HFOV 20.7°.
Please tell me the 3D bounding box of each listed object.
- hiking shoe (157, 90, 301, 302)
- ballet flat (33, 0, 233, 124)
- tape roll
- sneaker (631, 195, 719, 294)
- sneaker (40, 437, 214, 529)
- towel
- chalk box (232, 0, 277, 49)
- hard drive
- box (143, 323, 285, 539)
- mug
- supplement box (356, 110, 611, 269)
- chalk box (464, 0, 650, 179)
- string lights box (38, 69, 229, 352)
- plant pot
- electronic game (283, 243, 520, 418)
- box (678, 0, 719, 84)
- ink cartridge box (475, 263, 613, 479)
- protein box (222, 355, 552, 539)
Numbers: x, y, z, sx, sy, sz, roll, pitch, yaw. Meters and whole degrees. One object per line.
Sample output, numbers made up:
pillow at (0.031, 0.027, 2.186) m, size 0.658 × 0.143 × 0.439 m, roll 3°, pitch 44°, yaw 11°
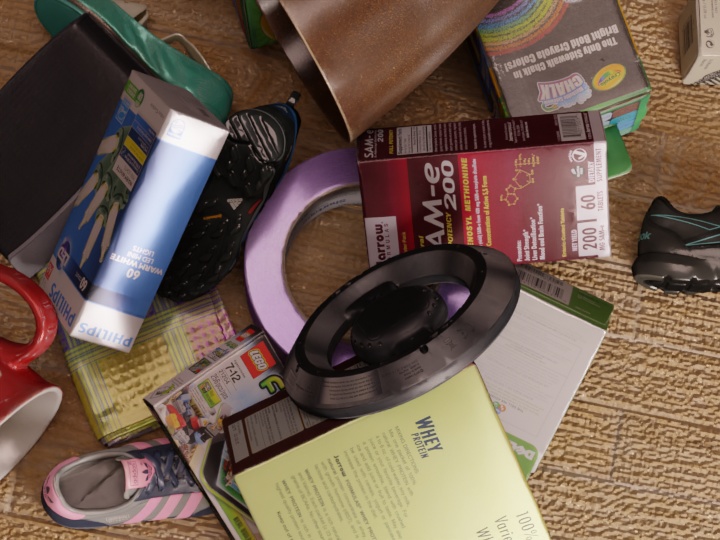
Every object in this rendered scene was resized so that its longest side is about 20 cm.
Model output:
hiking shoe at (-0.107, -0.054, 1.631) m, size 0.074 × 0.087 × 0.200 m, roll 41°, pitch 119°, yaw 6°
ballet flat at (-0.192, -0.190, 1.715) m, size 0.200 × 0.067 × 0.070 m, roll 39°, pitch 54°, yaw 5°
tape roll at (0.000, 0.000, 1.675) m, size 0.198 × 0.066 × 0.202 m, roll 1°, pitch 78°, yaw -3°
sneaker at (0.335, -0.016, 1.692) m, size 0.198 × 0.075 × 0.080 m, roll 8°, pitch 75°, yaw -2°
sneaker at (-0.164, 0.171, 1.618) m, size 0.198 × 0.082 × 0.071 m, roll -14°, pitch 78°, yaw -6°
towel at (-0.189, 0.039, 1.678) m, size 0.143 × 0.023 × 0.201 m, roll -22°, pitch 79°, yaw -7°
chalk box at (-0.065, -0.285, 1.688) m, size 0.198 × 0.125 × 0.125 m, roll -18°, pitch 56°, yaw -7°
hard drive at (-0.261, -0.107, 1.661) m, size 0.135 × 0.042 × 0.200 m, roll 45°, pitch 98°, yaw 13°
box at (-0.080, 0.157, 1.604) m, size 0.110 × 0.035 × 0.201 m, roll -34°, pitch 108°, yaw -13°
mug at (-0.346, 0.065, 1.614) m, size 0.200 × 0.134 × 0.178 m, roll 41°, pitch 76°, yaw 11°
supplement box at (0.100, -0.062, 1.592) m, size 0.198 × 0.061 × 0.110 m, roll -5°, pitch 120°, yaw 4°
chalk box at (0.169, -0.165, 1.678) m, size 0.124 × 0.124 × 0.202 m, roll -18°, pitch 80°, yaw 0°
string lights box at (-0.185, -0.048, 1.592) m, size 0.059 × 0.103 × 0.201 m, roll 19°, pitch 103°, yaw -31°
plant pot at (0.028, -0.233, 1.564) m, size 0.199 × 0.187 × 0.188 m, roll -31°, pitch 81°, yaw -3°
electronic game at (0.030, 0.044, 1.504) m, size 0.199 × 0.200 × 0.042 m, roll -33°, pitch 115°, yaw -9°
box at (0.385, -0.206, 1.734) m, size 0.198 × 0.082 × 0.069 m, roll 1°, pitch 77°, yaw -2°
ink cartridge box at (0.121, 0.098, 1.642) m, size 0.103 × 0.059 × 0.201 m, roll 25°, pitch 114°, yaw 3°
protein box at (0.025, 0.178, 1.534) m, size 0.199 × 0.135 × 0.200 m, roll -25°, pitch 106°, yaw -1°
